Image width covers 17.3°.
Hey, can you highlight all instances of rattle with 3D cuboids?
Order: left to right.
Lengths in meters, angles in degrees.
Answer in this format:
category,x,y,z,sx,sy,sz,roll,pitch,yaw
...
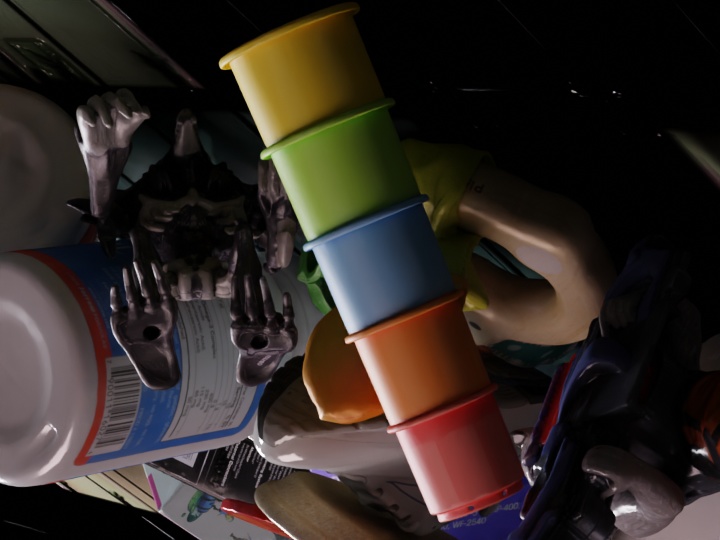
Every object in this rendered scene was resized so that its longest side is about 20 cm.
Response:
category,x,y,z,sx,sy,sz,roll,pitch,yaw
rattle,0.042,0.041,1.057,0.130,0.143,0.200,8,155,0

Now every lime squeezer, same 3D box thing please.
category,x,y,z,sx,sy,sz,roll,pitch,yaw
lime squeezer,0.000,0.000,1.157,0.070,0.038,0.200,19,160,25

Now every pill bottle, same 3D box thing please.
category,x,y,z,sx,sy,sz,roll,pitch,yaw
pill bottle,-0.194,-0.006,1.268,0.110,0.111,0.200,26,155,6
pill bottle,-0.105,0.039,1.179,0.112,0.113,0.200,14,-167,37

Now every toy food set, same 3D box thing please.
category,x,y,z,sx,sy,sz,roll,pitch,yaw
toy food set,0.028,0.155,1.135,0.197,0.049,0.200,28,-178,-17

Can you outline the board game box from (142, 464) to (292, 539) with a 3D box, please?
category,x,y,z,sx,sy,sz,roll,pitch,yaw
board game box,-0.045,0.152,1.514,0.200,0.064,0.148,35,-171,-22

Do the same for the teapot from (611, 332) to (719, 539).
category,x,y,z,sx,sy,sz,roll,pitch,yaw
teapot,0.203,0.127,1.035,0.197,0.146,0.200,26,161,6

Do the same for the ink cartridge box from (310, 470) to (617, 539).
category,x,y,z,sx,sy,sz,roll,pitch,yaw
ink cartridge box,0.084,0.167,1.258,0.197,0.043,0.200,-13,117,28

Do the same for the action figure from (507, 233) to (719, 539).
category,x,y,z,sx,sy,sz,roll,pitch,yaw
action figure,0.132,0.084,0.932,0.193,0.200,0.105,-5,136,48

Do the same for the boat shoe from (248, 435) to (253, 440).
category,x,y,z,sx,sy,sz,roll,pitch,yaw
boat shoe,-0.089,0.031,1.336,0.200,0.072,0.060,31,126,34

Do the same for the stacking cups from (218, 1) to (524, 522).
category,x,y,z,sx,sy,sz,roll,pitch,yaw
stacking cups,0.013,-0.003,0.923,0.201,0.060,0.060,65,158,0

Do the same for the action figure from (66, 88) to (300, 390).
category,x,y,z,sx,sy,sz,roll,pitch,yaw
action figure,-0.073,-0.029,1.083,0.118,0.102,0.200,3,-152,-10

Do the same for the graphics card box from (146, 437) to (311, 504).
category,x,y,z,sx,sy,sz,roll,pitch,yaw
graphics card box,-0.049,0.097,1.378,0.199,0.051,0.125,24,-159,10

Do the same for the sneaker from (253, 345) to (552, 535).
category,x,y,z,sx,sy,sz,roll,pitch,yaw
sneaker,0.024,0.085,1.108,0.200,0.087,0.074,4,-159,-48
